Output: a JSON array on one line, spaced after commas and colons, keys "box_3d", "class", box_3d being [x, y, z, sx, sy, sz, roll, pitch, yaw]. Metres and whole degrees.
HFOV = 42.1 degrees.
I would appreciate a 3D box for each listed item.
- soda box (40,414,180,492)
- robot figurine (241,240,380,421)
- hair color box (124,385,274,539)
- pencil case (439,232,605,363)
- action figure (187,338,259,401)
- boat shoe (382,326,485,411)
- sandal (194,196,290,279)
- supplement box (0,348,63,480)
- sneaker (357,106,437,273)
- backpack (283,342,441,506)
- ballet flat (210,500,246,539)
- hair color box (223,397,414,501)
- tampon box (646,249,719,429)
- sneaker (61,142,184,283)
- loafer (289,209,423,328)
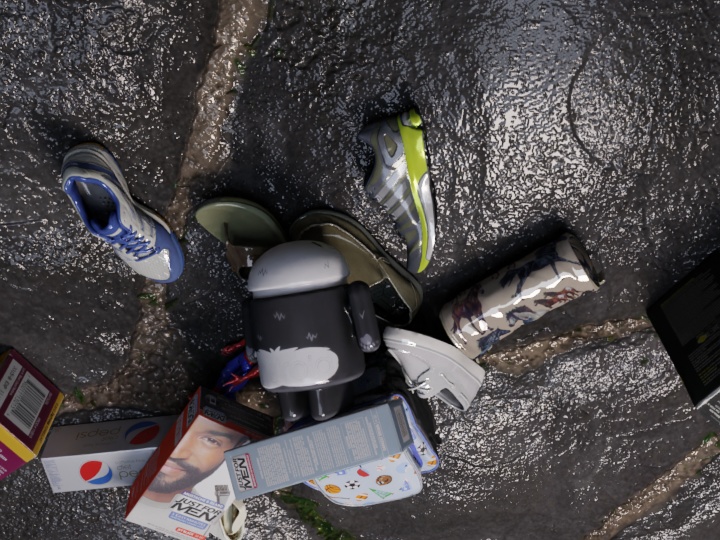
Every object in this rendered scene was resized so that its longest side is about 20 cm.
[{"box_3d": [-0.322, 0.247, 1.270, 0.199, 0.068, 0.064, -6, 121, 2], "class": "soda box"}, {"box_3d": [-0.060, 0.066, 1.061, 0.149, 0.125, 0.201, -9, 91, -6], "class": "robot figurine"}, {"box_3d": [-0.207, 0.255, 1.204, 0.111, 0.064, 0.200, 27, 113, -21], "class": "hair color box"}, {"box_3d": [0.200, 0.033, 1.157, 0.200, 0.078, 0.089, -31, 130, 16], "class": "pencil case"}, {"box_3d": [-0.152, 0.124, 1.207, 0.052, 0.066, 0.200, 30, 117, -36], "class": "action figure"}, {"box_3d": [0.087, 0.127, 1.173, 0.072, 0.069, 0.200, 11, 164, 34], "class": "boat shoe"}, {"box_3d": [-0.118, -0.012, 1.123, 0.080, 0.057, 0.201, -24, 121, 31], "class": "sandal"}, {"box_3d": [-0.504, 0.215, 1.212, 0.200, 0.131, 0.103, -34, 114, 16], "class": "supplement box"}, {"box_3d": [0.046, -0.090, 1.092, 0.081, 0.074, 0.201, -5, 113, 9], "class": "sneaker"}, {"box_3d": [-0.007, 0.218, 1.224, 0.190, 0.154, 0.200, -15, 123, 19], "class": "backpack"}, {"box_3d": [-0.183, 0.303, 1.304, 0.069, 0.070, 0.201, 2, 123, -3], "class": "ballet flat"}, {"box_3d": [-0.046, 0.205, 1.083, 0.199, 0.099, 0.061, -18, 82, 10], "class": "hair color box"}, {"box_3d": [0.465, 0.103, 1.133, 0.150, 0.200, 0.126, 36, 114, -19], "class": "tampon box"}, {"box_3d": [-0.282, -0.049, 1.089, 0.075, 0.088, 0.200, -30, 118, 13], "class": "sneaker"}, {"box_3d": [0.000, 0.000, 1.135, 0.200, 0.070, 0.075, 34, 114, -19], "class": "loafer"}]
